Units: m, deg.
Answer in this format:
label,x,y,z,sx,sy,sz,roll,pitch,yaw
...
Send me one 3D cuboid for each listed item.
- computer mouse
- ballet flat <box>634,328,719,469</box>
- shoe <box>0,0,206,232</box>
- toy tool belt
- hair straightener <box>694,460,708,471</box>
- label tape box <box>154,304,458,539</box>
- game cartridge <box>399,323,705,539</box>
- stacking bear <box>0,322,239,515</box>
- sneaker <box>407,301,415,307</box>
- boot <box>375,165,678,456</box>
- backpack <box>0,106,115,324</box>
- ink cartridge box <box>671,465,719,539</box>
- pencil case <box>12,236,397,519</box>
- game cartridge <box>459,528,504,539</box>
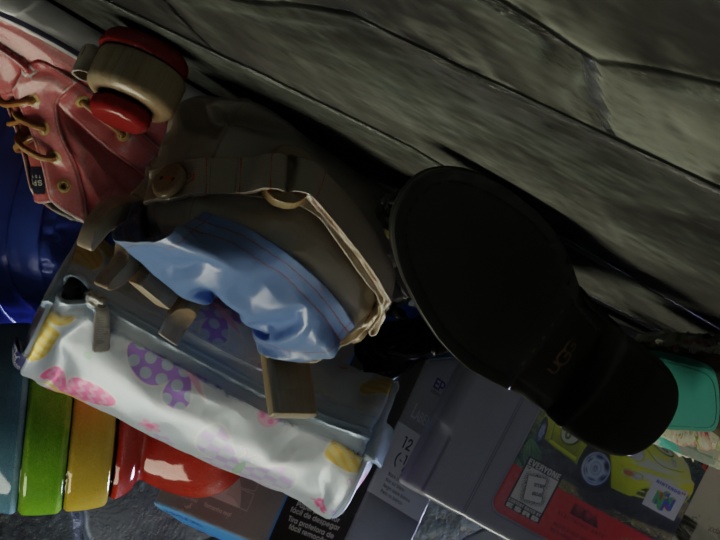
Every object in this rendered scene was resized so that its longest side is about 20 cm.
label,x,y,z,sx,sy,sz,roll,pitch,yaw
computer mouse,0.000,0.000,1.486,0.200,0.109,0.044,32,140,52
ballet flat,0.189,0.064,1.175,0.064,0.076,0.200,-5,-163,-26
shoe,-0.161,-0.083,1.353,0.199,0.091,0.071,29,176,-18
toy tool belt,-0.072,-0.017,1.273,0.200,0.123,0.125,35,162,-34
hair straightener,0.176,0.064,1.334,0.199,0.041,0.077,25,136,15
label tape box,-0.014,0.074,1.498,0.143,0.201,0.066,17,170,40
game cartridge,0.136,0.101,1.386,0.199,0.134,0.041,27,175,10
stacking bear,-0.157,0.080,1.437,0.199,0.114,0.122,5,158,-6
sneaker,0.043,0.029,1.572,0.108,0.070,0.200,28,180,-31
boot,0.049,0.001,1.205,0.200,0.069,0.174,45,178,-34
backpack,-0.156,-0.038,1.496,0.167,0.163,0.200,3,157,23
ink cartridge box,0.200,0.160,1.227,0.068,0.201,0.116,30,176,-35
pencil case,-0.079,0.054,1.366,0.199,0.083,0.091,27,150,-5
game cartridge,0.141,0.169,1.513,0.199,0.133,0.042,11,-128,-47
